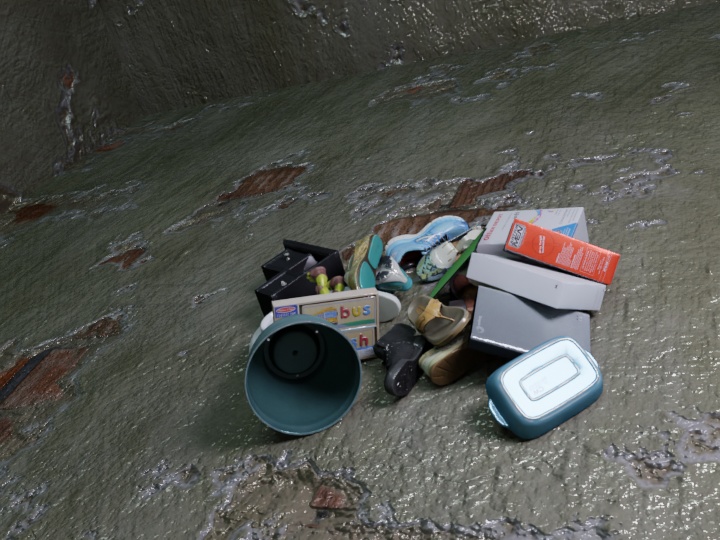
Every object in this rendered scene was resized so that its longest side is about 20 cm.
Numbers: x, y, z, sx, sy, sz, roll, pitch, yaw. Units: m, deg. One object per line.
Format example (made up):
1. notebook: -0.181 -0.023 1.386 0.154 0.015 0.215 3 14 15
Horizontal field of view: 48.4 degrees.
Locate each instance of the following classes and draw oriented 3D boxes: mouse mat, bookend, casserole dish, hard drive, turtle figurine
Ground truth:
1. mouse mat: 0.185 -0.004 1.572 0.161 0.008 0.200 -51 -1 24
2. bookend: -0.166 0.028 1.781 0.198 0.093 0.198 -35 30 -31
3. casserole dish: 0.285 0.171 1.225 0.198 0.039 0.122 -26 63 -17
4. hard drive: 0.281 0.101 1.333 0.197 0.033 0.140 14 38 5
5. turtle figurine: -0.062 0.067 1.537 0.197 0.065 0.163 13 40 -27

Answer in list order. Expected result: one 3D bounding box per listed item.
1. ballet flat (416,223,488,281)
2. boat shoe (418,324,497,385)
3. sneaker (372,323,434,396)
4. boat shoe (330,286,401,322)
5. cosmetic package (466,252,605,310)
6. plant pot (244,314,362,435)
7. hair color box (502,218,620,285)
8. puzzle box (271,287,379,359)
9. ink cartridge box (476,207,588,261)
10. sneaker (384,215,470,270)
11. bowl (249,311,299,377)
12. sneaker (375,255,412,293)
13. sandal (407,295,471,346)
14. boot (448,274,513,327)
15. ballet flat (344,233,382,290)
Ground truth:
1. ballet flat: 0.204 -0.046 1.710 0.198 0.075 0.074 -30 29 -22
2. boat shoe: 0.193 0.125 1.396 0.198 0.074 0.063 -25 29 -17
3. sneaker: 0.063 0.157 1.436 0.103 0.061 0.200 3 27 31
4. boat shoe: 0.000 0.059 1.646 0.198 0.071 0.072 -2 32 32
5. cosmetic package: 0.312 0.019 1.428 0.149 0.053 0.198 8 9 -45
6. plant pot: -0.106 0.160 1.384 0.197 0.203 0.134 -20 20 -6
7. hair color box: 0.366 -0.033 1.474 0.197 0.062 0.101 19 1 8
8. puzzle box: -0.061 0.108 1.469 0.196 0.135 0.025 -8 23 -12
9. ink cartridge box: 0.350 -0.056 1.637 0.197 0.086 0.145 -3 30 30
10. sneaker: 0.155 -0.048 1.774 0.197 0.079 0.090 -25 36 4
11. bowl: -0.138 0.131 1.569 0.198 0.092 0.202 -13 27 7
12. sneaker: 0.041 0.020 1.700 0.078 0.079 0.199 -60 22 -12
13. sandal: 0.125 0.078 1.416 0.081 0.054 0.200 -51 23 -4
14. boot: 0.267 0.049 1.513 0.196 0.070 0.188 -6 14 9
15. ballet flat: 0.000 0.000 1.603 0.069 0.071 0.201 -8 34 17
